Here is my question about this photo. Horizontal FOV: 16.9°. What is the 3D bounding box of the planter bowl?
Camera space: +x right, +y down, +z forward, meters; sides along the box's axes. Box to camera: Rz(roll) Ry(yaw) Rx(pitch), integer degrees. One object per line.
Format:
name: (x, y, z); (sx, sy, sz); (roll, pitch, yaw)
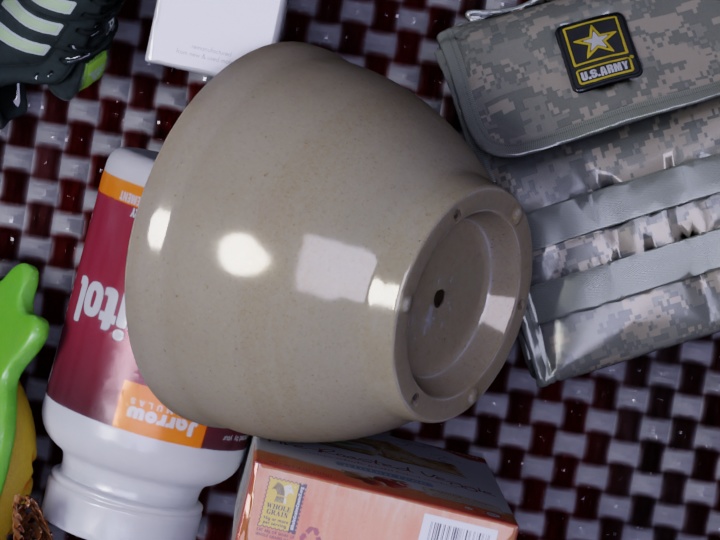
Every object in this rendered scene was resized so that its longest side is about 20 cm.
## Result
planter bowl: (0.000, 0.000, 1.191); (0.134, 0.200, 0.201); (19, 96, 32)

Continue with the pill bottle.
pill bottle: (-0.104, 0.043, 1.285); (0.113, 0.113, 0.201); (14, 95, -3)

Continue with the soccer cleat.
soccer cleat: (-0.148, -0.140, 1.250); (0.200, 0.068, 0.081); (-29, 99, 44)

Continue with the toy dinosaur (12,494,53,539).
toy dinosaur: (-0.148, 0.211, 1.282); (0.102, 0.136, 0.200); (-52, 129, -15)

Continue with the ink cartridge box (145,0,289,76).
ink cartridge box: (-0.059, -0.201, 1.262); (0.068, 0.115, 0.201); (12, 94, -4)

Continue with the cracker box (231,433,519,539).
cracker box: (0.004, 0.123, 1.253); (0.133, 0.200, 0.058); (14, 94, -4)

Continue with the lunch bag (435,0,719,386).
lunch bag: (0.141, -0.059, 1.277); (0.163, 0.118, 0.201); (-16, 89, 2)

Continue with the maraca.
maraca: (-0.222, 0.086, 1.283); (0.107, 0.137, 0.201); (22, 88, -43)
